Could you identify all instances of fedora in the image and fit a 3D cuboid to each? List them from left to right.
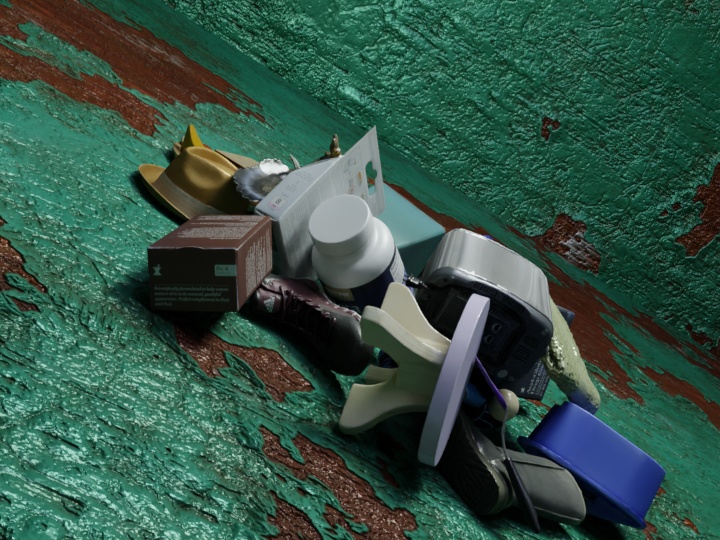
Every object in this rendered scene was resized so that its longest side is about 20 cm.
[{"bbox_3d":[-0.215,-0.119,1.458,0.199,0.082,0.201,32,13,-8],"label":"fedora"}]

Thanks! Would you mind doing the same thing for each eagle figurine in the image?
[{"bbox_3d":[-0.088,-0.104,1.459,0.151,0.200,0.152,40,-28,17],"label":"eagle figurine"}]

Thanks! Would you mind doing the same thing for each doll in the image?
[{"bbox_3d":[0.116,0.115,1.275,0.199,0.049,0.137,37,27,2],"label":"doll"}]

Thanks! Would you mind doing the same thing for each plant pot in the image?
[{"bbox_3d":[0.017,-0.035,1.621,0.141,0.142,0.200,37,21,13],"label":"plant pot"}]

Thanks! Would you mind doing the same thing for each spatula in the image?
[{"bbox_3d":[0.165,0.193,1.144,0.057,0.020,0.203,60,15,-71],"label":"spatula"}]

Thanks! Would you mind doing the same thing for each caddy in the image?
[{"bbox_3d":[0.301,0.263,1.354,0.199,0.106,0.141,36,-10,6],"label":"caddy"}]

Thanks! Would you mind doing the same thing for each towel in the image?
[{"bbox_3d":[0.261,0.088,1.386,0.148,0.036,0.202,44,24,-46],"label":"towel"}]

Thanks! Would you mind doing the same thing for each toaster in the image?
[{"bbox_3d":[0.143,0.034,1.252,0.198,0.114,0.130,26,32,-4],"label":"toaster"}]

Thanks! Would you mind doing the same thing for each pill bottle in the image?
[{"bbox_3d":[0.000,0.000,1.335,0.111,0.110,0.201,47,-13,43],"label":"pill bottle"}]

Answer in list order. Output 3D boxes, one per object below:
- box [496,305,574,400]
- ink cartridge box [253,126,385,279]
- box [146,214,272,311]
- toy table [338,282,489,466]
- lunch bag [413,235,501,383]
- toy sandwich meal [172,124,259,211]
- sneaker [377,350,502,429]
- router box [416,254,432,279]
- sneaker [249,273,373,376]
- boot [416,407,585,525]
[{"bbox_3d":[0.217,0.103,1.550,0.106,0.150,0.199,24,5,37],"label":"box"},{"bbox_3d":[-0.050,-0.081,1.356,0.057,0.201,0.164,25,-32,25],"label":"ink cartridge box"},{"bbox_3d":[-0.164,-0.012,1.161,0.098,0.076,0.200,1,11,6],"label":"box"},{"bbox_3d":[0.060,0.106,1.132,0.115,0.185,0.201,16,48,12],"label":"toy table"},{"bbox_3d":[0.148,0.058,1.437,0.093,0.150,0.202,23,41,-38],"label":"lunch bag"},{"bbox_3d":[-0.210,-0.166,1.659,0.204,0.071,0.205,33,14,-9],"label":"toy sandwich meal"},{"bbox_3d":[0.109,0.163,1.321,0.198,0.071,0.078,26,21,-13],"label":"sneaker"},{"bbox_3d":[0.153,0.045,1.640,0.051,0.150,0.199,43,16,33],"label":"router box"},{"bbox_3d":[-0.074,0.061,1.238,0.114,0.077,0.200,16,12,-37],"label":"sneaker"},{"bbox_3d":[0.172,0.227,1.233,0.198,0.073,0.183,10,41,-46],"label":"boot"}]
